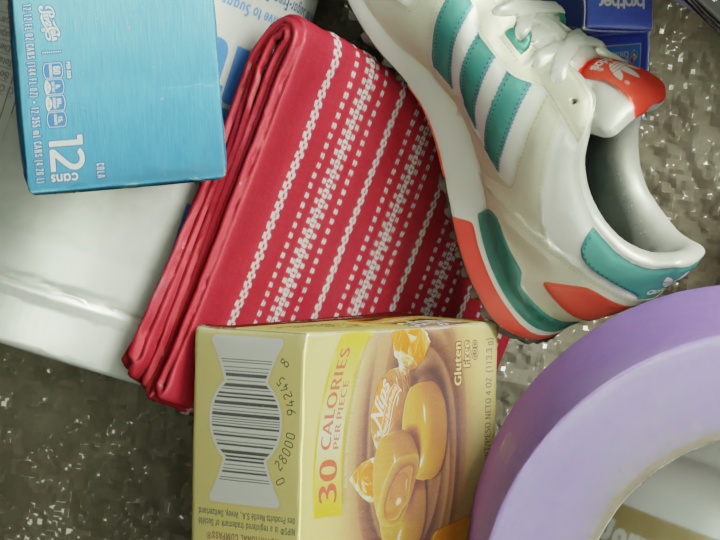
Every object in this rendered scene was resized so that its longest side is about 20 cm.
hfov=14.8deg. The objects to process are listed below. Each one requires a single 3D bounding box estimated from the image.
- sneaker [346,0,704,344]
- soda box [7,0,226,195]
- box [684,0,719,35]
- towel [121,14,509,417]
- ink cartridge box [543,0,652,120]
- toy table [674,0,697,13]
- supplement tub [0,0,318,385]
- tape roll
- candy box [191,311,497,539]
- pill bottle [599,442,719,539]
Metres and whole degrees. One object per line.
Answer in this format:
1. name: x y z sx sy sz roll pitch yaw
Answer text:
1. sneaker: 0.061 -0.076 0.986 0.070 0.093 0.201 -30 101 -49
2. soda box: -0.086 -0.130 0.914 0.067 0.064 0.202 -5 100 -8
3. box: 0.121 -0.190 0.944 0.158 0.050 0.200 -47 71 6
4. towel: 0.000 0.000 1.038 0.200 0.022 0.146 25 86 -53
5. ink cartridge box: 0.060 -0.155 1.054 0.042 0.119 0.202 -5 94 -35
6. toy table: 0.173 -0.167 1.048 0.117 0.184 0.201 14 56 -34
7. supplement tub: -0.092 -0.068 1.024 0.131 0.132 0.201 17 89 -10
8. tape roll: 0.136 0.110 0.956 0.198 0.085 0.202 0 100 1
9. candy box: -0.005 0.118 0.986 0.115 0.055 0.202 -1 94 -52
10. pill bottle: 0.128 0.131 1.075 0.119 0.120 0.201 20 88 -10
